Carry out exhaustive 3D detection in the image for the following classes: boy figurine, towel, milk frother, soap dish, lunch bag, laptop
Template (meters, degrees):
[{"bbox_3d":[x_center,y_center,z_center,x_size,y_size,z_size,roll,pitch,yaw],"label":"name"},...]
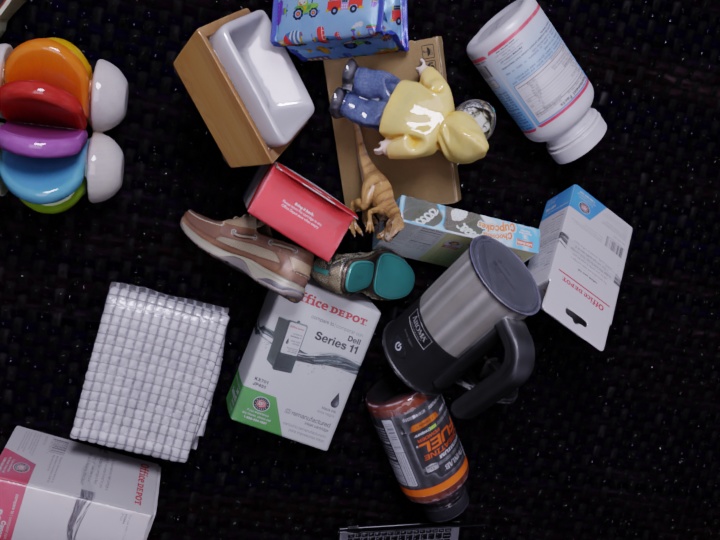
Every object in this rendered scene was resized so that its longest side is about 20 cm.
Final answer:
[{"bbox_3d":[0.065,-0.189,0.971,0.196,0.064,0.127,22,85,9],"label":"boy figurine"},{"bbox_3d":[-0.266,0.130,1.045,0.162,0.086,0.205,15,96,-16],"label":"towel"},{"bbox_3d":[0.165,0.079,1.059,0.188,0.198,0.182,-45,72,35],"label":"milk frother"},{"bbox_3d":[-0.133,-0.216,0.955,0.080,0.201,0.160,-24,108,18],"label":"soap dish"},{"bbox_3d":[-0.022,-0.368,0.975,0.147,0.094,0.206,1,89,24],"label":"lunch bag"},{"bbox_3d":[0.066,0.413,1.141,0.182,0.116,0.205,1,108,-11],"label":"laptop"}]

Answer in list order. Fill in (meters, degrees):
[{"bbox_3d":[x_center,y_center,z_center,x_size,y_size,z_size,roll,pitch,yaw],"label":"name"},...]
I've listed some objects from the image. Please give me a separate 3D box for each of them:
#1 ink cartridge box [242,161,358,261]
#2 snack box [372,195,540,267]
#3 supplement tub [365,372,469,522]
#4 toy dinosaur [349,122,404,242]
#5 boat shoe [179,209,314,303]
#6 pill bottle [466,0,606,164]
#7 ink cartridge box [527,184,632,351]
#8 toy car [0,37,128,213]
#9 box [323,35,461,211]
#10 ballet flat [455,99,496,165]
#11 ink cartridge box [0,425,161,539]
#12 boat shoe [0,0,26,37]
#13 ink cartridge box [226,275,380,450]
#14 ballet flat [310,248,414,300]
[{"bbox_3d":[-0.077,-0.077,0.981,0.115,0.200,0.068,31,94,-14],"label":"ink cartridge box"},{"bbox_3d":[0.124,-0.041,1.076,0.195,0.116,0.038,13,70,-14],"label":"snack box"},{"bbox_3d":[0.087,0.244,1.130,0.105,0.107,0.204,-25,105,-6],"label":"supplement tub"},{"bbox_3d":[0.016,-0.104,1.021,0.059,0.203,0.107,1,139,-32],"label":"toy dinosaur"},{"bbox_3d":[-0.138,-0.033,1.013,0.197,0.076,0.073,28,87,20],"label":"boat shoe"},{"bbox_3d":[0.235,-0.244,1.065,0.108,0.109,0.201,-41,107,-1],"label":"pill bottle"},{"bbox_3d":[0.288,0.003,1.097,0.115,0.066,0.203,33,61,-16],"label":"ink cartridge box"},{"bbox_3d":[-0.360,-0.164,0.931,0.170,0.150,0.206,5,100,-13],"label":"toy car"},{"bbox_3d":[0.039,-0.181,1.036,0.160,0.021,0.205,-2,105,26],"label":"box"},{"bbox_3d":[0.101,-0.156,1.074,0.199,0.072,0.072,-41,106,-2],"label":"ballet flat"},{"bbox_3d":[-0.360,0.285,1.020,0.196,0.147,0.085,19,98,-15],"label":"ink cartridge box"},{"bbox_3d":[-0.416,-0.326,0.932,0.062,0.071,0.201,39,95,-13],"label":"boat shoe"},{"bbox_3d":[-0.076,0.113,1.080,0.144,0.083,0.204,20,95,-15],"label":"ink cartridge box"},{"bbox_3d":[0.000,0.000,1.061,0.074,0.199,0.070,17,96,29],"label":"ballet flat"}]
